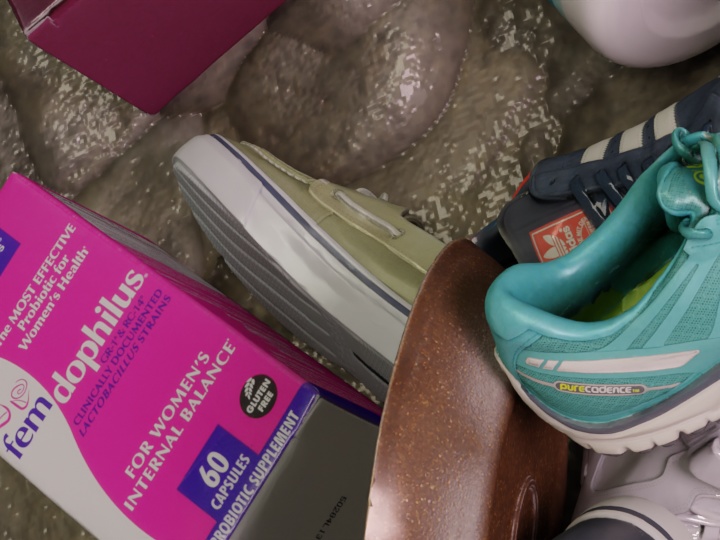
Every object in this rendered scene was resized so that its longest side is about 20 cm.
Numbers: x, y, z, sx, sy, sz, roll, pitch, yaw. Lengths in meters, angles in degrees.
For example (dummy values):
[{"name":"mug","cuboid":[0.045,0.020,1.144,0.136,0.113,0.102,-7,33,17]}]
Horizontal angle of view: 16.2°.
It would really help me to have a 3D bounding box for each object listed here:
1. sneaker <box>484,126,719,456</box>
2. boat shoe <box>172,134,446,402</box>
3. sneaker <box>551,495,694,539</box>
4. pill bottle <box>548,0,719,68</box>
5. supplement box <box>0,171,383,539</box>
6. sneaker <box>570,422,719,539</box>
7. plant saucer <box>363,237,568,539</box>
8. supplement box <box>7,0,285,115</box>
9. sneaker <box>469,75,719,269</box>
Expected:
[{"name":"sneaker","cuboid":[0.130,-0.013,0.789,0.199,0.080,0.078,-33,35,15]},{"name":"boat shoe","cuboid":[0.000,0.000,1.045,0.062,0.072,0.200,-39,57,-16]},{"name":"sneaker","cuboid":[0.096,0.183,0.853,0.078,0.079,0.201,-14,99,41]},{"name":"pill bottle","cuboid":[0.084,-0.182,1.023,0.111,0.111,0.200,-45,56,10]},{"name":"supplement box","cuboid":[-0.082,0.057,1.045,0.200,0.103,0.102,33,92,37]},{"name":"sneaker","cuboid":[0.133,0.078,0.889,0.200,0.075,0.116,173,106,-68]},{"name":"plant saucer","cuboid":[0.042,0.091,0.883,0.036,0.200,0.202,6,75,15]},{"name":"supplement box","cuboid":[-0.112,-0.196,1.152,0.131,0.103,0.201,-38,57,14]},{"name":"sneaker","cuboid":[0.102,-0.019,0.911,0.075,0.084,0.200,69,156,6]}]
